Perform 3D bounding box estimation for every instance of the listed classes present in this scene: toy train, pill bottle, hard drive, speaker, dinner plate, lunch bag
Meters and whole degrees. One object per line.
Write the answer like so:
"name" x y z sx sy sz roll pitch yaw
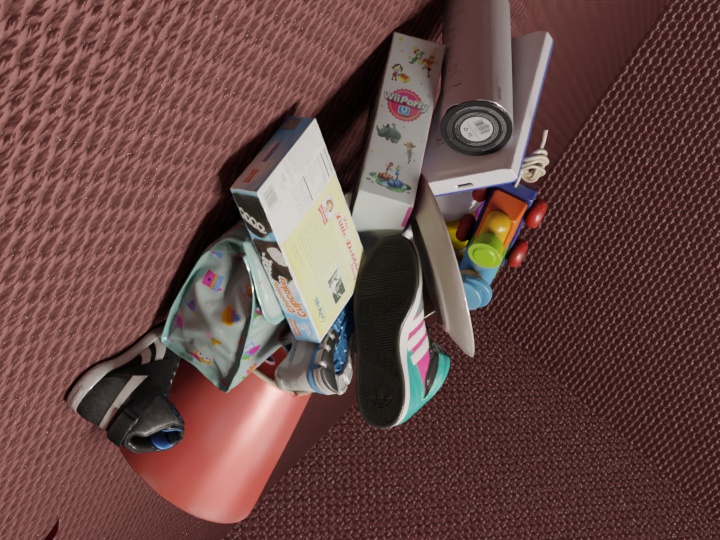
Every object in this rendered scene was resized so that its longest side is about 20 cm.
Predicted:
"toy train" 0.152 -0.053 1.441 0.201 0.084 0.116 109 8 -49
"pill bottle" 0.106 -0.090 1.592 0.104 0.104 0.200 -47 159 -13
"hard drive" 0.137 -0.175 1.469 0.131 0.025 0.202 -9 -130 37
"speaker" 0.127 -0.225 1.438 0.081 0.080 0.202 122 -21 -46
"dinner plate" 0.082 -0.003 1.392 0.024 0.203 0.200 -15 169 -2
"lunch bag" -0.106 0.003 1.400 0.170 0.121 0.201 -40 162 -47

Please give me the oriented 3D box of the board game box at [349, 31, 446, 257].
"board game box" 0.034 -0.132 1.429 0.148 0.063 0.202 112 -11 -65

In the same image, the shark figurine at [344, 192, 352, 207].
"shark figurine" -0.015 0.002 1.550 0.214 0.089 0.129 -44 140 -25

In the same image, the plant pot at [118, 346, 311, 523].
"plant pot" -0.160 0.163 1.536 0.178 0.200 0.200 -52 171 14

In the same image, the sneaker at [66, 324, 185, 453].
"sneaker" -0.219 0.136 1.410 0.073 0.112 0.200 -53 171 30

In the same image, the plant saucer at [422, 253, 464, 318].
"plant saucer" 0.059 0.032 1.580 0.199 0.037 0.200 -33 -174 4

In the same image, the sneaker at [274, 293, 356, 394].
"sneaker" -0.041 0.063 1.423 0.086 0.076 0.200 -10 -154 26

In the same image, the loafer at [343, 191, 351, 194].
"loafer" -0.052 -0.013 1.741 0.201 0.075 0.070 -52 167 11

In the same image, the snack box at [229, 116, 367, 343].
"snack box" -0.056 -0.039 1.320 0.117 0.037 0.201 -55 139 -36

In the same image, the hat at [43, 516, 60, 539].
"hat" -0.482 0.424 1.629 0.198 0.177 0.166 11 131 -35

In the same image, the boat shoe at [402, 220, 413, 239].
"boat shoe" 0.014 -0.014 1.791 0.201 0.086 0.075 -29 -140 29

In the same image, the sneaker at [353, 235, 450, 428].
"sneaker" 0.050 0.066 1.418 0.120 0.083 0.203 5 90 -67
